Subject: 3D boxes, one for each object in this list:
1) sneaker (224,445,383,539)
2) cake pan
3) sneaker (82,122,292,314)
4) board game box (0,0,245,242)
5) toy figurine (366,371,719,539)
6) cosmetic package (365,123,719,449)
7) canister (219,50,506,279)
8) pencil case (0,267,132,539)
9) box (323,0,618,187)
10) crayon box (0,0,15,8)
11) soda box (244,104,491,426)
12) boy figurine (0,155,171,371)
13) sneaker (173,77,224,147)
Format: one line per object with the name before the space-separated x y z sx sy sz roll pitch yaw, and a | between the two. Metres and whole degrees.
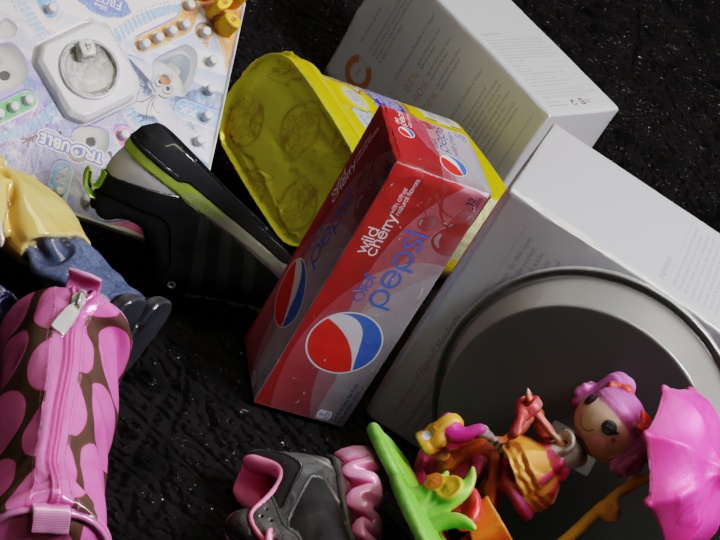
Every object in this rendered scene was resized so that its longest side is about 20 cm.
sneaker | -0.031 0.167 1.143 0.095 0.080 0.201 14 27 -17
cake pan | 0.133 0.099 1.249 0.200 0.201 0.037 36 26 6
sneaker | -0.102 -0.010 1.332 0.200 0.083 0.072 46 1 -24
board game box | -0.180 -0.135 1.365 0.198 0.026 0.202 19 67 -21
toy figurine | 0.121 0.123 1.177 0.201 0.183 0.151 61 1 44
cosmetic package | 0.144 0.052 1.329 0.199 0.200 0.123 33 31 1
canister | 0.012 -0.067 1.458 0.199 0.087 0.149 14 35 -49
pencil case | -0.166 0.092 1.096 0.090 0.094 0.201 20 34 -20
box | 0.085 -0.143 1.625 0.097 0.125 0.200 -9 51 -49
crayon box | -0.259 -0.241 1.435 0.199 0.052 0.126 30 59 17
soda box | 0.000 0.000 1.270 0.069 0.201 0.064 18 32 -23
boy figurine | -0.208 -0.024 1.239 0.200 0.065 0.124 40 9 15
sneaker | -0.164 -0.152 1.478 0.200 0.075 0.078 51 24 17
